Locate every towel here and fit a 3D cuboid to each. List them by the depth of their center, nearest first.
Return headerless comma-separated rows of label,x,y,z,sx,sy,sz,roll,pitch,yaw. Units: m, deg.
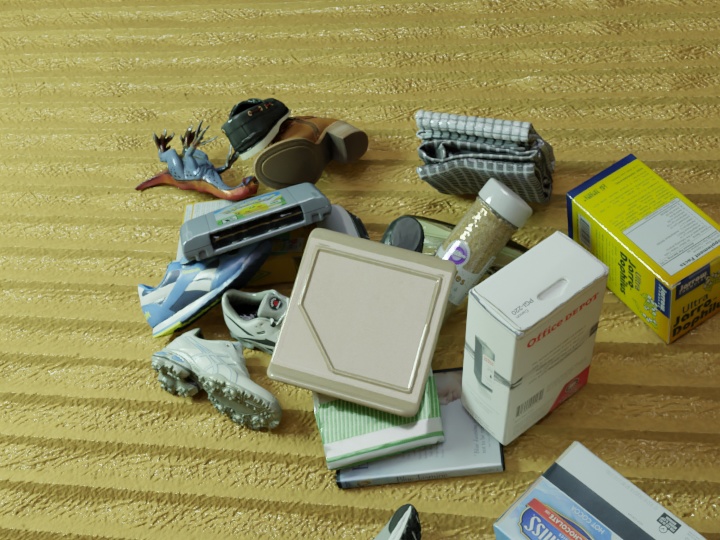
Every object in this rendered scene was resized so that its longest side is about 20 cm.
towel,0.009,0.121,1.335,0.150,0.023,0.203,-14,70,1
towel,0.166,-0.141,1.484,0.163,0.200,0.087,8,87,18

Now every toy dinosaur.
toy dinosaur,-0.221,-0.137,1.630,0.104,0.201,0.182,-3,46,-40

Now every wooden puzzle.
wooden puzzle,0.003,0.060,1.329,0.182,0.037,0.203,14,69,10

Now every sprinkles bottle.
sprinkles bottle,0.129,-0.016,1.403,0.201,0.068,0.068,-53,51,11

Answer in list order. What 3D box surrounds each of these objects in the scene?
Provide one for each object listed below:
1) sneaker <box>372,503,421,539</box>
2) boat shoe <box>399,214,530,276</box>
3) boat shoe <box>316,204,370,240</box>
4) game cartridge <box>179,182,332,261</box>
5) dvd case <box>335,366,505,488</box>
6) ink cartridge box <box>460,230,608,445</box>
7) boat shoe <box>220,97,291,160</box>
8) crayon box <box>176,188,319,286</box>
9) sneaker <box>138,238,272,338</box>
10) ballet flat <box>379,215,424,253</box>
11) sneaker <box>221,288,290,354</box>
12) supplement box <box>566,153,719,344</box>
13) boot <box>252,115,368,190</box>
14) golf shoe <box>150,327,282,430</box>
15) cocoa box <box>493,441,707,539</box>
sneaker,0.001,0.329,1.200,0.078,0.075,0.201,17,56,31
boat shoe,0.137,-0.021,1.477,0.198,0.073,0.064,16,98,20
boat shoe,0.000,0.000,1.482,0.068,0.056,0.202,-38,57,32
game cartridge,-0.141,-0.067,1.480,0.197,0.041,0.133,-18,12,-7
dvd case,0.067,0.183,1.343,0.196,0.018,0.144,-7,50,7
ink cartridge box,0.192,0.077,1.268,0.145,0.202,0.085,-32,55,-25
boat shoe,-0.149,-0.218,1.613,0.073,0.063,0.202,-31,15,17
crayon box,-0.150,-0.041,1.561,0.196,0.052,0.127,-6,49,8
sneaker,-0.206,0.006,1.475,0.199,0.074,0.083,-34,81,4
ballet flat,0.032,0.028,1.402,0.066,0.057,0.203,23,80,5
sneaker,-0.091,0.070,1.425,0.197,0.089,0.075,10,60,21
supplement box,0.357,-0.029,1.396,0.108,0.110,0.200,-29,49,-13
boot,-0.105,-0.174,1.623,0.198,0.075,0.154,-18,27,-37
golf shoe,-0.166,0.125,1.411,0.198,0.079,0.097,23,52,27
cocoa box,0.248,0.300,1.124,0.131,0.134,0.199,-39,52,-19
